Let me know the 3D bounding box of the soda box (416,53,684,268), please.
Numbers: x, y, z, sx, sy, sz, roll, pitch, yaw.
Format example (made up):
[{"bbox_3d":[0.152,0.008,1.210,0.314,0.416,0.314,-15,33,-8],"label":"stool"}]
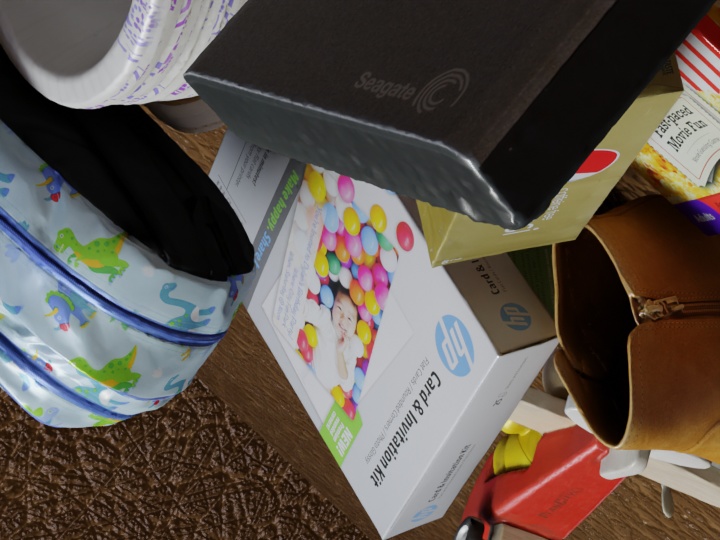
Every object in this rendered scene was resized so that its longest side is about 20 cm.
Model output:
[{"bbox_3d":[0.058,-0.059,0.699,0.200,0.063,0.068,104,155,-77],"label":"soda box"}]

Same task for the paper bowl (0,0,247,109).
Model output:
[{"bbox_3d":[-0.083,-0.170,0.789,0.200,0.104,0.202,21,116,52],"label":"paper bowl"}]

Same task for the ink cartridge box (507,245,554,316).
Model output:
[{"bbox_3d":[0.078,0.007,1.012,0.104,0.199,0.060,-8,91,56],"label":"ink cartridge box"}]

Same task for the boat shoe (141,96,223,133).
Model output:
[{"bbox_3d":[-0.082,-0.104,0.924,0.200,0.070,0.070,-115,9,-59],"label":"boat shoe"}]

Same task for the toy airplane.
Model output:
[{"bbox_3d":[0.137,0.098,1.218,0.197,0.142,0.201,-7,137,19],"label":"toy airplane"}]

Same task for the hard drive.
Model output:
[{"bbox_3d":[0.056,-0.103,0.492,0.033,0.200,0.139,47,166,-31],"label":"hard drive"}]

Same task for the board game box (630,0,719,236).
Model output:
[{"bbox_3d":[0.102,-0.101,0.737,0.200,0.046,0.151,42,168,-6],"label":"board game box"}]

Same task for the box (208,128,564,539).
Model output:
[{"bbox_3d":[0.000,0.000,0.902,0.201,0.041,0.156,57,144,23],"label":"box"}]

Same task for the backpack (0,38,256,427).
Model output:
[{"bbox_3d":[-0.139,-0.026,0.865,0.199,0.155,0.163,27,-174,18],"label":"backpack"}]

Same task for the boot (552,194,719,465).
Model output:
[{"bbox_3d":[0.149,0.065,0.833,0.071,0.143,0.203,-25,82,41],"label":"boot"}]
